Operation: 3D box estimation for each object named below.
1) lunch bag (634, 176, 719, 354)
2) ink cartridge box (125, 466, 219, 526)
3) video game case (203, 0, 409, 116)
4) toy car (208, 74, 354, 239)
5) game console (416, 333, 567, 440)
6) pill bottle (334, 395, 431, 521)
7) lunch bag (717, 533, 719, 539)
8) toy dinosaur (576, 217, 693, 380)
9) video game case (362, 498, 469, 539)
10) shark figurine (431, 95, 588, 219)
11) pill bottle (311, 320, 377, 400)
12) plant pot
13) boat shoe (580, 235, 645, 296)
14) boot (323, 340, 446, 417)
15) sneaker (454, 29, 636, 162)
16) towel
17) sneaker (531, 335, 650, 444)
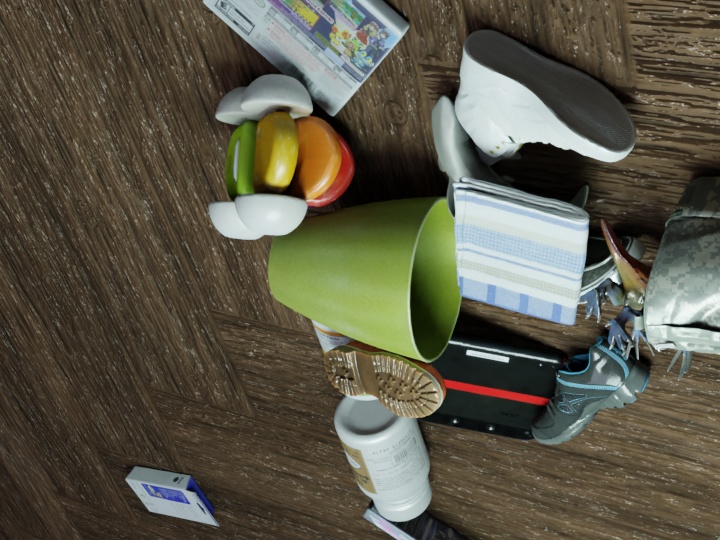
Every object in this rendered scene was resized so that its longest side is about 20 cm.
[{"bbox_3d":[0.379,0.011,1.274,0.198,0.168,0.140,7,136,36],"label":"lunch bag"},{"bbox_3d":[-0.347,0.424,2.502,0.198,0.039,0.100,4,134,40],"label":"ink cartridge box"},{"bbox_3d":[-0.063,-0.281,1.445,0.200,0.023,0.182,41,145,-5],"label":"video game case"},{"bbox_3d":[-0.087,-0.125,1.544,0.148,0.178,0.199,5,175,-26],"label":"toy car"},{"bbox_3d":[0.155,0.146,1.706,0.197,0.031,0.178,10,136,4],"label":"game console"},{"bbox_3d":[0.039,0.266,1.914,0.113,0.115,0.201,11,139,31],"label":"pill bottle"},{"bbox_3d":[0.511,0.316,1.521,0.198,0.165,0.118,27,143,13],"label":"lunch bag"},{"bbox_3d":[0.326,0.038,1.383,0.105,0.180,0.202,44,138,45],"label":"toy dinosaur"},{"bbox_3d":[0.101,0.403,2.024,0.199,0.143,0.019,34,101,5],"label":"video game case"},{"bbox_3d":[0.140,-0.081,1.446,0.214,0.090,0.128,37,149,-2],"label":"shark figurine"},{"bbox_3d":[-0.006,0.062,1.718,0.110,0.111,0.201,11,138,31],"label":"pill bottle"},{"bbox_3d":[0.000,0.000,1.548,0.197,0.188,0.188,6,137,23],"label":"plant pot"},{"bbox_3d":[0.229,-0.004,1.471,0.064,0.071,0.199,42,147,-16],"label":"boat shoe"},{"bbox_3d":[0.053,0.114,1.588,0.199,0.106,0.076,17,121,53],"label":"boot"},{"bbox_3d":[0.183,-0.151,1.347,0.199,0.074,0.116,36,149,17],"label":"sneaker"},{"bbox_3d":[0.169,-0.018,1.415,0.145,0.024,0.201,16,148,15],"label":"towel"},{"bbox_3d":[0.266,0.144,1.623,0.082,0.073,0.200,42,135,-4],"label":"sneaker"}]
